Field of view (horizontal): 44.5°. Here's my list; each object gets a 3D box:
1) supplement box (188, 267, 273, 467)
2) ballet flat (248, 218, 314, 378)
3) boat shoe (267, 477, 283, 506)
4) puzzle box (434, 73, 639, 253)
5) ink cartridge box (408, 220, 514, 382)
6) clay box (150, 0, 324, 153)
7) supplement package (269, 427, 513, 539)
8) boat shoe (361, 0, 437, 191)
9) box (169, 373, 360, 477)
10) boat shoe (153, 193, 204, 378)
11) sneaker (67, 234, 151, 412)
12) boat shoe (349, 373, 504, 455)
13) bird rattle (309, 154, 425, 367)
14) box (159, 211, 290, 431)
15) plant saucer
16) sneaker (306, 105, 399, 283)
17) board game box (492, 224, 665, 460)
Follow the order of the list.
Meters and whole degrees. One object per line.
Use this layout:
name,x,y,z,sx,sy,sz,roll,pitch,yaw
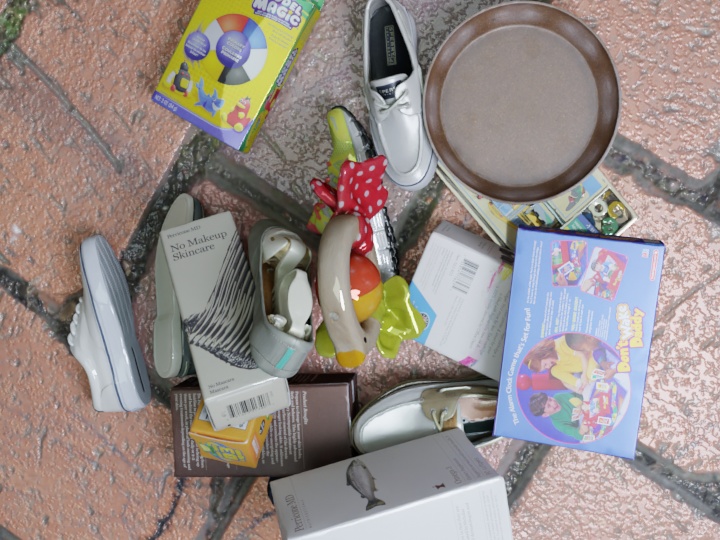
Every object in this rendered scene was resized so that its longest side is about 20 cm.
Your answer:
supplement box,-0.109,0.094,0.905,0.068,0.067,0.202,12,59,12
ballet flat,-0.067,0.009,0.819,0.067,0.201,0.064,20,130,-23
boat shoe,-0.027,0.297,0.963,0.199,0.069,0.085,32,98,4
puzzle box,0.178,-0.087,0.930,0.133,0.025,0.200,-42,89,9
ink cartridge box,0.147,0.045,0.906,0.198,0.068,0.116,26,109,9
clay box,-0.127,-0.243,0.945,0.114,0.048,0.201,29,98,4
supplement package,0.029,0.244,0.818,0.198,0.117,0.119,-14,106,-11
boat shoe,0.036,-0.184,0.908,0.071,0.066,0.203,-4,88,18
box,-0.102,0.167,0.962,0.197,0.075,0.102,-1,93,9
boat shoe,-0.188,0.018,0.977,0.061,0.072,0.203,5,88,-36
sneaker,-0.291,0.064,0.976,0.070,0.073,0.202,-12,93,5
boat shoe,0.088,0.151,0.908,0.198,0.068,0.076,-15,102,-10
bird rattle,0.000,0.000,0.830,0.111,0.163,0.202,2,114,11
box,-0.134,0.045,0.858,0.081,0.069,0.201,-18,58,-10
plant saucer,0.162,-0.168,0.895,0.198,0.034,0.203,0,92,3
sneaker,-0.019,-0.071,0.931,0.089,0.078,0.203,-10,93,10
board game box,0.204,0.065,0.832,0.133,0.045,0.203,8,100,12
